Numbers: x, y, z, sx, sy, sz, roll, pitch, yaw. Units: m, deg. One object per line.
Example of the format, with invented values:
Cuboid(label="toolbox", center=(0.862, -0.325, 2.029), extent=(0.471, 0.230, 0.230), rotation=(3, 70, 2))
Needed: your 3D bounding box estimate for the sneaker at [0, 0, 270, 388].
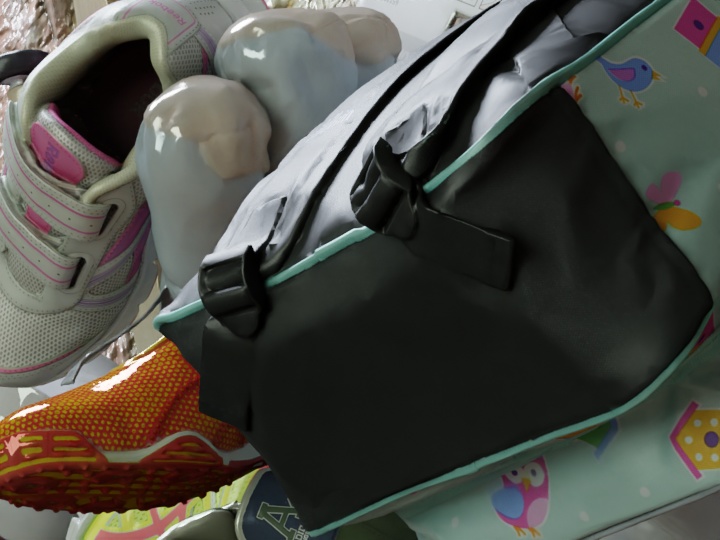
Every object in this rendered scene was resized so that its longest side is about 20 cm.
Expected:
Cuboid(label="sneaker", center=(-0.117, -0.039, 0.938), extent=(0.081, 0.088, 0.200), rotation=(33, 105, 15))

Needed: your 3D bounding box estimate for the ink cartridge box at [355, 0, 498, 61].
Cuboid(label="ink cartridge box", center=(0.091, -0.143, 0.950), extent=(0.200, 0.045, 0.177), rotation=(30, 99, 51))

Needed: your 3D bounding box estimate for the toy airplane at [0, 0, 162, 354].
Cuboid(label="toy airplane", center=(-0.104, -0.056, 1.103), extent=(0.199, 0.141, 0.201), rotation=(-115, 17, -53))

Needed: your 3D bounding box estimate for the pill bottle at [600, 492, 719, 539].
Cuboid(label="pill bottle", center=(0.080, 0.131, 0.803), extent=(0.200, 0.114, 0.114), rotation=(-57, 41, 19))

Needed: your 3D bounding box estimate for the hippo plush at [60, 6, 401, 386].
Cuboid(label="hippo plush", center=(0.000, 0.000, 0.899), extent=(0.161, 0.159, 0.200), rotation=(28, 72, 24))

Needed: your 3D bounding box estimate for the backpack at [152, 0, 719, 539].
Cuboid(label="backpack", center=(0.067, -0.012, 0.674), extent=(0.176, 0.153, 0.200), rotation=(-33, 13, 45))

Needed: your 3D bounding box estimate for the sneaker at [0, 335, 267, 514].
Cuboid(label="sneaker", center=(-0.046, 0.034, 0.786), extent=(0.073, 0.200, 0.077), rotation=(-30, 78, 51))

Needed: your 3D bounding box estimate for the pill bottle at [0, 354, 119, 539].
Cuboid(label="pill bottle", center=(-0.179, 0.135, 1.117), extent=(0.110, 0.109, 0.200), rotation=(45, 111, 48))

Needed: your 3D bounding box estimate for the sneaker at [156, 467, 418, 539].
Cuboid(label="sneaker", center=(-0.038, 0.119, 0.826), extent=(0.200, 0.090, 0.067), rotation=(-42, 22, 57))

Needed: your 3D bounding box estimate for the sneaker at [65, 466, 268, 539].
Cuboid(label="sneaker", center=(-0.060, 0.113, 1.010), extent=(0.200, 0.078, 0.090), rotation=(-49, 46, 26))
